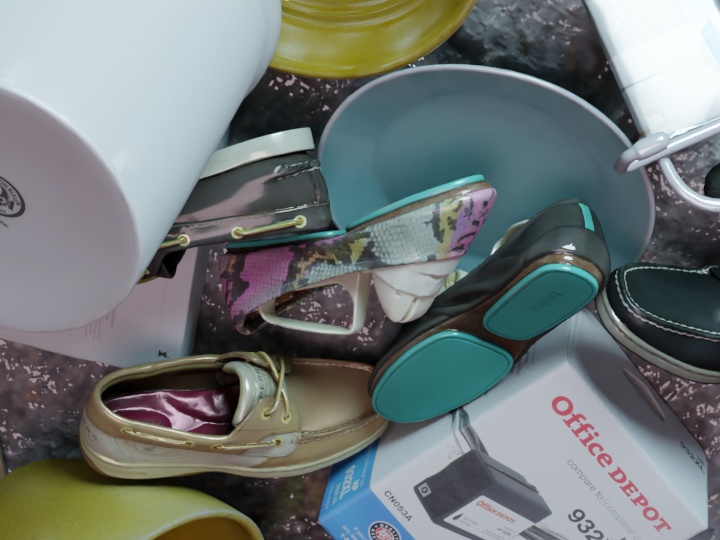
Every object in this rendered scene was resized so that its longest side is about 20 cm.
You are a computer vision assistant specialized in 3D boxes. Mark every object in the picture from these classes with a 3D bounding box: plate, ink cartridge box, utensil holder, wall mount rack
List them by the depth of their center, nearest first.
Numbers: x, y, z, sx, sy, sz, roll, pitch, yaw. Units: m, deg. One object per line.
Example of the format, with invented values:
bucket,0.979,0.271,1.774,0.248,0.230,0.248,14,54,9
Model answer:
utensil holder,-0.148,-0.092,0.838,0.169,0.200,0.170,10,132,11
wall mount rack,0.190,-0.139,0.866,0.173,0.075,0.201,-24,84,0
plate,0.073,-0.049,0.966,0.199,0.026,0.201,11,139,10
ink cartridge box,0.097,0.137,1.047,0.200,0.084,0.145,-35,105,23

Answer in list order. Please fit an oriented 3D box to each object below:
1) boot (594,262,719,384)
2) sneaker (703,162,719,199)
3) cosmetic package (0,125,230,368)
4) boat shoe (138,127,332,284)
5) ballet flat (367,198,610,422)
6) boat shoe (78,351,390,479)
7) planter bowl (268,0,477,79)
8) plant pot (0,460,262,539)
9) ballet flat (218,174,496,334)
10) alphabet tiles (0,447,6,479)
boot,0.247,-0.003,0.917,0.203,0.074,0.154,12,136,-20
sneaker,0.260,-0.119,0.903,0.200,0.075,0.116,-28,102,13
cosmetic package,-0.166,-0.041,1.028,0.150,0.052,0.201,15,118,4
boat shoe,-0.115,-0.025,0.954,0.200,0.072,0.061,-17,92,14
ballet flat,0.077,0.022,0.973,0.068,0.069,0.200,28,137,-24
boat shoe,-0.073,0.085,1.025,0.199,0.074,0.066,-8,149,-15
planter bowl,-0.019,-0.208,0.888,0.200,0.084,0.201,10,132,11
plant pot,-0.182,0.204,1.081,0.142,0.200,0.201,33,123,31
ballet flat,0.000,0.000,0.970,0.199,0.069,0.071,-14,84,35
alphabet tiles,-0.328,0.146,1.177,0.166,0.008,0.201,-1,116,11
